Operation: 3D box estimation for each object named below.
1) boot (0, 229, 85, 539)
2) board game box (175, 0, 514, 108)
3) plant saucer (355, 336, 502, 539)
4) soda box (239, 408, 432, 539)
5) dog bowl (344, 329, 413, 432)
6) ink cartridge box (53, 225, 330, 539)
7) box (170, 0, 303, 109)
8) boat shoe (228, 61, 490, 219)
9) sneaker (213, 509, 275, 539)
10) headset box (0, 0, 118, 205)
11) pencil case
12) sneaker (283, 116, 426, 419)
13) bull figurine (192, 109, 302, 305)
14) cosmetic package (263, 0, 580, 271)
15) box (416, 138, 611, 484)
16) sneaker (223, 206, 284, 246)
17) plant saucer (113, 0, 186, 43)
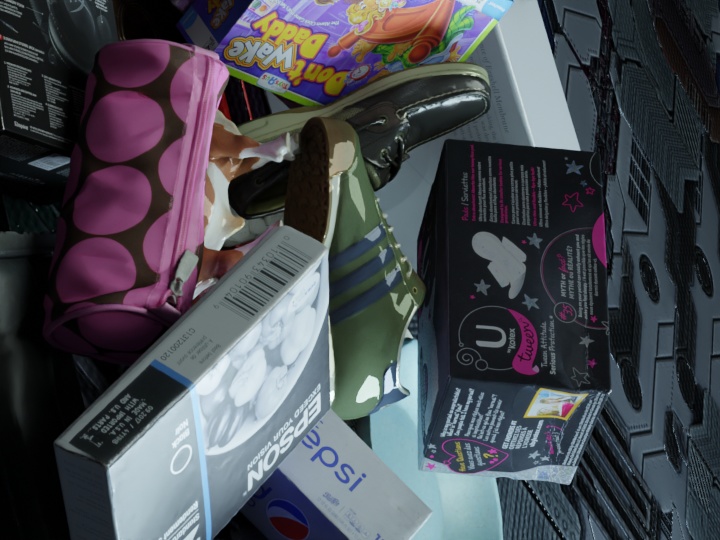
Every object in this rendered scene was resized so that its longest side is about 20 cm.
[{"bbox_3d":[-0.172,0.079,1.412,0.165,0.066,0.200,-6,76,-57],"label":"boot"},{"bbox_3d":[-0.008,-0.174,1.616,0.200,0.135,0.045,18,29,-47],"label":"board game box"},{"bbox_3d":[0.040,0.148,1.680,0.201,0.039,0.201,45,36,-48],"label":"plant saucer"},{"bbox_3d":[-0.053,0.116,1.533,0.200,0.063,0.068,44,47,1],"label":"soda box"},{"bbox_3d":[-0.011,0.115,1.727,0.200,0.074,0.200,44,38,-48],"label":"dog bowl"},{"bbox_3d":[-0.088,0.105,1.364,0.198,0.043,0.200,-46,153,-33],"label":"ink cartridge box"},{"bbox_3d":[-0.079,-0.223,1.694,0.200,0.097,0.176,38,15,-51],"label":"box"},{"bbox_3d":[-0.001,-0.083,1.626,0.072,0.201,0.066,85,-14,-61],"label":"boat shoe"},{"bbox_3d":[-0.071,0.167,1.564,0.079,0.075,0.200,30,47,-54],"label":"sneaker"},{"bbox_3d":[-0.217,-0.154,1.458,0.149,0.077,0.200,17,59,-63],"label":"headset box"},{"bbox_3d":[-0.124,-0.043,1.392,0.091,0.094,0.200,22,58,-31],"label":"pencil case"},{"bbox_3d":[0.000,0.000,1.582,0.090,0.067,0.201,1,95,-27],"label":"sneaker"},{"bbox_3d":[-0.103,-0.051,1.527,0.065,0.121,0.200,68,22,-65],"label":"bull figurine"},{"bbox_3d":[0.058,-0.090,1.855,0.123,0.200,0.200,-13,87,-66],"label":"cosmetic package"},{"bbox_3d":[0.100,0.028,1.649,0.132,0.115,0.200,105,-10,-54],"label":"box"},{"bbox_3d":[-0.056,-0.064,1.705,0.200,0.099,0.075,-21,102,-60],"label":"sneaker"},{"bbox_3d":[-0.162,-0.154,1.630,0.200,0.034,0.201,43,39,-48],"label":"plant saucer"}]
